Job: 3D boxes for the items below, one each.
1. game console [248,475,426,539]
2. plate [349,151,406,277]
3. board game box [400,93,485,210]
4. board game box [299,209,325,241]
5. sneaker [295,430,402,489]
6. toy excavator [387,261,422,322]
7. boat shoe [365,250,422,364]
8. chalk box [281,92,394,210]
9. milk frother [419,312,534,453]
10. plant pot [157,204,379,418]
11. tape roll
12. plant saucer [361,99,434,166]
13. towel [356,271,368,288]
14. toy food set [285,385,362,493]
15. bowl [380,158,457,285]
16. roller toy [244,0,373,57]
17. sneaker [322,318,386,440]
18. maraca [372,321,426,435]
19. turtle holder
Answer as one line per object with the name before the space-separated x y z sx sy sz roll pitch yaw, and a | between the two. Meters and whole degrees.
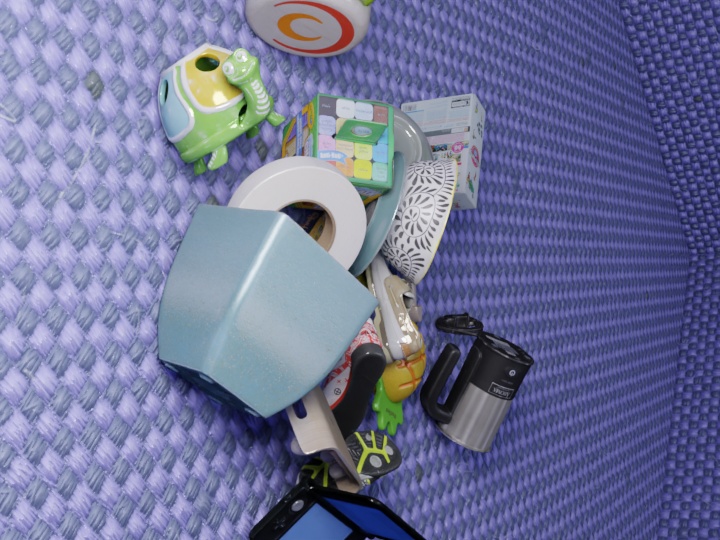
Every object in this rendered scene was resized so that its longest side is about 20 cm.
game console | -0.025 0.374 1.520 0.176 0.116 0.200 -43 137 -2
plate | 0.013 -0.088 1.654 0.025 0.200 0.203 22 58 -16
board game box | 0.140 -0.208 1.985 0.064 0.145 0.204 44 48 -53
board game box | -0.055 0.026 1.692 0.136 0.034 0.203 -58 134 -49
sneaker | -0.023 0.296 1.627 0.198 0.077 0.076 -12 58 -40
toy excavator | 0.077 -0.030 1.902 0.200 0.098 0.198 58 31 -63
boat shoe | 0.052 0.046 1.735 0.075 0.067 0.203 55 22 -64
chalk box | -0.027 -0.169 1.578 0.123 0.200 0.127 6 77 -21
milk frother | 0.198 0.197 2.052 0.200 0.178 0.191 -95 -149 -76
plant pot | -0.136 0.061 1.357 0.196 0.195 0.202 43 68 -35
tape roll | -0.088 -0.055 1.499 0.204 0.201 0.037 61 -5 -36
plant saucer | 0.045 -0.196 1.796 0.197 0.050 0.204 12 64 -24
towel | 0.000 0.000 1.741 0.202 0.018 0.087 -91 169 -54
toy food set | -0.065 0.216 1.492 0.201 0.060 0.145 66 -1 -59
bowl | 0.072 -0.088 1.696 0.201 0.093 0.205 -163 -90 -83
roller toy | -0.073 -0.408 1.585 0.183 0.196 0.142 110 -13 -70
sneaker | -0.025 0.161 1.640 0.066 0.203 0.109 14 33 -23
maraca | 0.051 0.162 1.793 0.137 0.105 0.204 35 56 -57
turtle holder | -0.182 -0.205 1.361 0.133 0.140 0.185 58 -3 -12
